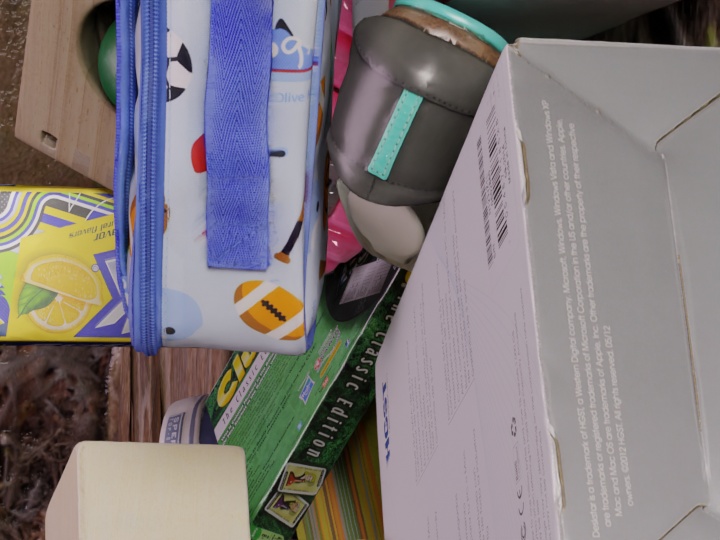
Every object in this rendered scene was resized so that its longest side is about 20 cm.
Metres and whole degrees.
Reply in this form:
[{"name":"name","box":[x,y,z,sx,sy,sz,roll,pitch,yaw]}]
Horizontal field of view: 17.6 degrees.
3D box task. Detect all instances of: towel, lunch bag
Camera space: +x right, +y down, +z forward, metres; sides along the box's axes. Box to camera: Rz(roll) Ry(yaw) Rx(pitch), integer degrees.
[{"name":"towel","box":[0.023,0.066,0.896,0.200,0.018,0.086,121,147,-41]},{"name":"lunch bag","box":[-0.041,-0.081,0.728,0.160,0.075,0.201,-90,2,-63]}]

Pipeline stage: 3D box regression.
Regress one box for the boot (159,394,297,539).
[{"name":"boot","box":[-0.016,0.094,1.111,0.200,0.090,0.073,17,-111,-71]}]

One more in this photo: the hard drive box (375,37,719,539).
[{"name":"hard drive box","box":[0.060,0.054,0.642,0.200,0.076,0.157,112,157,-63]}]

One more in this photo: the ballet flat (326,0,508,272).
[{"name":"ballet flat","box":[0.021,-0.035,0.739,0.069,0.068,0.200,-65,-13,-1]}]

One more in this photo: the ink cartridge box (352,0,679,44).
[{"name":"ink cartridge box","box":[0.048,-0.176,0.718,0.146,0.084,0.201,178,92,-80]}]

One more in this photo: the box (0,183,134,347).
[{"name":"box","box":[-0.104,-0.001,1.024,0.064,0.199,0.070,177,94,-79]}]

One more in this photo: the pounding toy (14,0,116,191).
[{"name":"pounding toy","box":[-0.079,-0.135,0.951,0.200,0.142,0.185,-53,-14,-41]}]

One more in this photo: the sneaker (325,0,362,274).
[{"name":"sneaker","box":[-0.003,-0.079,0.891,0.200,0.079,0.095,-55,8,22]}]

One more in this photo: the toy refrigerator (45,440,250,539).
[{"name":"toy refrigerator","box":[-0.070,0.167,0.819,0.076,0.070,0.201,121,148,-59]}]

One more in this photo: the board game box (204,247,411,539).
[{"name":"board game box","box":[0.000,0.000,0.910,0.200,0.023,0.105,-60,26,19]}]
